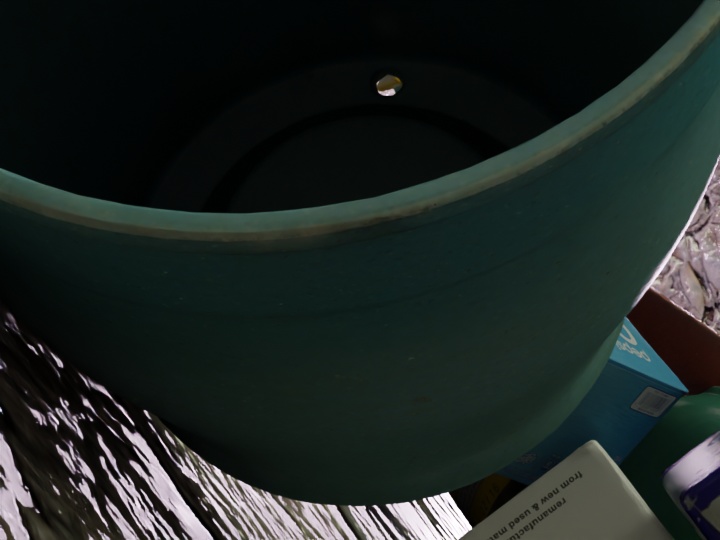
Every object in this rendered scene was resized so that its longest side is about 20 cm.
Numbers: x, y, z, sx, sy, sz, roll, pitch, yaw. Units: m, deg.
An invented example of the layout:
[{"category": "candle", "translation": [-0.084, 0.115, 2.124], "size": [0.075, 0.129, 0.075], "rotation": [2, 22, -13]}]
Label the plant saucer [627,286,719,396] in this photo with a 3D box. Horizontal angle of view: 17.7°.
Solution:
[{"category": "plant saucer", "translation": [0.078, -0.013, 1.097], "size": [0.199, 0.037, 0.200], "rotation": [32, 6, -37]}]

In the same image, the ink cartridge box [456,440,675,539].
[{"category": "ink cartridge box", "translation": [0.126, 0.182, 0.863], "size": [0.200, 0.084, 0.146], "rotation": [55, 3, 30]}]

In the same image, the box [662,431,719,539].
[{"category": "box", "translation": [0.216, 0.066, 0.847], "size": [0.105, 0.184, 0.200], "rotation": [53, 2, 5]}]

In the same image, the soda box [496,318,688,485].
[{"category": "soda box", "translation": [0.029, 0.021, 0.840], "size": [0.199, 0.064, 0.068], "rotation": [24, 23, -46]}]

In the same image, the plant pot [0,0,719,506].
[{"category": "plant pot", "translation": [-0.009, -0.046, 0.508], "size": [0.200, 0.199, 0.188], "rotation": [55, -12, 28]}]

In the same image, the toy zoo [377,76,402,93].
[{"category": "toy zoo", "translation": [0.002, -0.132, 1.018], "size": [0.132, 0.020, 0.200], "rotation": [63, 31, -21]}]

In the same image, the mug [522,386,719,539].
[{"category": "mug", "translation": [0.166, 0.115, 1.041], "size": [0.184, 0.115, 0.152], "rotation": [19, -5, 4]}]

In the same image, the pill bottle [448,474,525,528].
[{"category": "pill bottle", "translation": [0.073, 0.060, 1.222], "size": [0.200, 0.111, 0.111], "rotation": [54, 3, 34]}]
